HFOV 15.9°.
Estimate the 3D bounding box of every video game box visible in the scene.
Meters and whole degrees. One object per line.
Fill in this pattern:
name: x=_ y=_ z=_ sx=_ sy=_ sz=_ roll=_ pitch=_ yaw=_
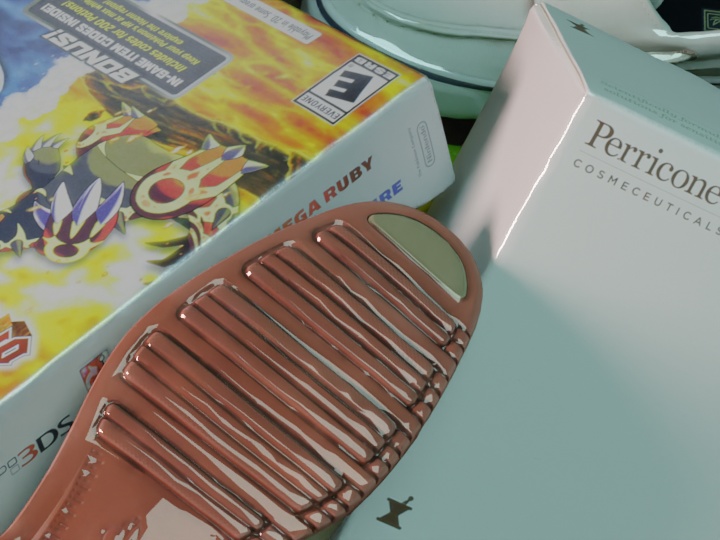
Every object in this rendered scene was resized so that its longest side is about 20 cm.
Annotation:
video game box: x=-0.106 y=-0.027 z=0.728 sx=0.182 sy=0.047 sz=0.200 roll=-41 pitch=48 yaw=-22

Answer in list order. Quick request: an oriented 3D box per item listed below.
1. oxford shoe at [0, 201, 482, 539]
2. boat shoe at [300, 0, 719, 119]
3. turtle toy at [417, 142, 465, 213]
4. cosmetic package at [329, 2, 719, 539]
oxford shoe: x=-0.047 y=0.062 z=0.654 sx=0.071 sy=0.074 sz=0.200 roll=43 pitch=71 yaw=11
boat shoe: x=0.082 y=-0.089 z=0.827 sx=0.199 sy=0.066 sz=0.072 roll=7 pitch=57 yaw=-3
turtle toy: x=0.000 y=0.000 z=0.815 sx=0.199 sy=0.146 sz=0.102 roll=7 pitch=93 yaw=-15
cosmetic package: x=0.054 y=0.041 z=0.731 sx=0.107 sy=0.085 sz=0.201 roll=23 pitch=109 yaw=-14
